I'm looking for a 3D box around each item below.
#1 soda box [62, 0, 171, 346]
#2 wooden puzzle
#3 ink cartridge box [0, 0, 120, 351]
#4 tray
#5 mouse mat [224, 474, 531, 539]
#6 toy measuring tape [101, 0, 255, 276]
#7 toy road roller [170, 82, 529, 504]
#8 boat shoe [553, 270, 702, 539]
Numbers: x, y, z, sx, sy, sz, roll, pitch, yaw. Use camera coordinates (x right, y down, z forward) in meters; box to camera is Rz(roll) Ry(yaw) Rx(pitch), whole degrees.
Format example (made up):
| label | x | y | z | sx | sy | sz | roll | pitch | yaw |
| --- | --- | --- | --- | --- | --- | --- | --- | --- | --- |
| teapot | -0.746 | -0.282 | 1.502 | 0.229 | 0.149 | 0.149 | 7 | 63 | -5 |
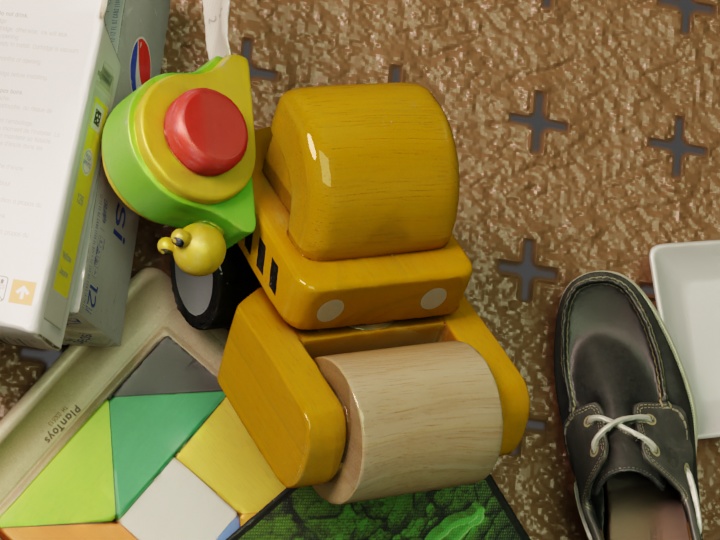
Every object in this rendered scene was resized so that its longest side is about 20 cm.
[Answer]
| label | x | y | z | sx | sy | sz | roll | pitch | yaw |
| --- | --- | --- | --- | --- | --- | --- | --- | --- | --- |
| soda box | -0.144 | -0.066 | 1.228 | 0.063 | 0.068 | 0.200 | 3 | 75 | 14 |
| wooden puzzle | -0.089 | 0.125 | 1.234 | 0.200 | 0.037 | 0.185 | 43 | 70 | -5 |
| ink cartridge box | -0.219 | -0.073 | 1.189 | 0.197 | 0.047 | 0.200 | 7 | 74 | 15 |
| tray | 0.254 | 0.034 | 1.366 | 0.200 | 0.022 | 0.108 | -4 | 79 | -18 |
| mouse mat | 0.003 | 0.173 | 1.242 | 0.200 | 0.008 | 0.161 | -39 | 108 | -22 |
| toy measuring tape | -0.091 | -0.093 | 1.185 | 0.073 | 0.074 | 0.200 | 1 | 69 | -17 |
| toy road roller | 0.000 | 0.000 | 1.193 | 0.123 | 0.146 | 0.200 | -6 | 44 | -29 |
| boat shoe | 0.143 | 0.094 | 1.289 | 0.072 | 0.068 | 0.200 | -10 | 79 | 6 |
